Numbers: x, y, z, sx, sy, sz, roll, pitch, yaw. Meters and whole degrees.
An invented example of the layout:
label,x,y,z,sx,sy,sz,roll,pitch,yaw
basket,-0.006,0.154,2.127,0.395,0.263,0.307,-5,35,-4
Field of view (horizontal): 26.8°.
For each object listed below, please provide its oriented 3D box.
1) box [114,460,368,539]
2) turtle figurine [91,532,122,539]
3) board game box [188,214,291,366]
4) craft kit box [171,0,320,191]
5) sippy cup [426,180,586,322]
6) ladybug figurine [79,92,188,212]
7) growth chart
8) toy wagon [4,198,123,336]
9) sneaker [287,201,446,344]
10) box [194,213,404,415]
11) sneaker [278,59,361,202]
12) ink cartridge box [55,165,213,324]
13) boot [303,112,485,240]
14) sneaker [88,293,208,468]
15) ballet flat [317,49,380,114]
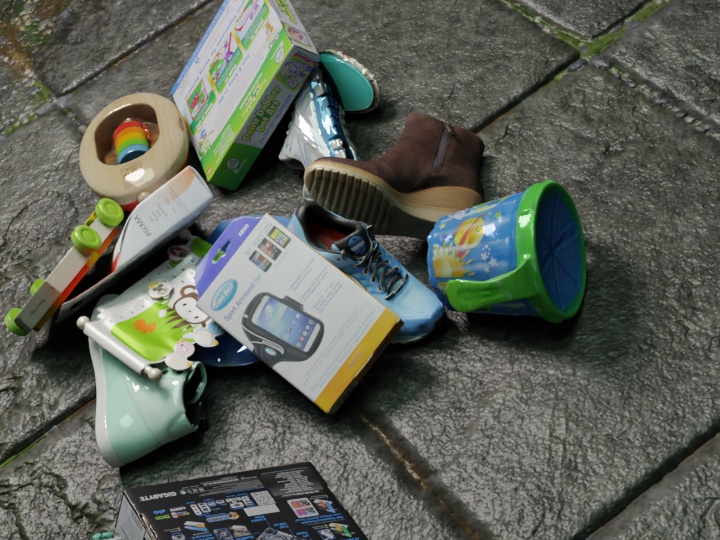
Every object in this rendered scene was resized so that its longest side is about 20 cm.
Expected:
label,x,y,z,sx,sy,sz,roll,pitch,yaw
box,-0.084,0.254,1.310,0.199,0.050,0.199,-4,35,-34
turtle figurine,-0.223,0.319,1.333,0.199,0.101,0.150,-28,39,-13
board game box,-0.120,0.030,1.616,0.157,0.039,0.201,20,60,27
craft kit box,-0.140,-0.231,1.784,0.200,0.048,0.198,-55,35,25
sippy cup,0.140,-0.013,1.500,0.129,0.178,0.141,-7,73,29
ladybug figurine,-0.263,-0.133,1.793,0.135,0.072,0.201,-20,41,5
growth chart,-0.192,0.036,1.565,0.144,0.018,0.200,23,45,27
toy wagon,-0.315,-0.012,1.669,0.155,0.040,0.200,-46,9,30
sneaker,0.000,0.000,1.539,0.199,0.090,0.078,32,60,17
box,-0.069,0.036,1.506,0.200,0.041,0.119,38,88,15
sneaker,-0.060,-0.164,1.729,0.086,0.075,0.201,-23,62,16
ink cartridge box,-0.260,-0.026,1.645,0.199,0.162,0.050,-36,91,-17
boot,0.040,-0.111,1.623,0.199,0.073,0.167,20,43,-10
sneaker,-0.212,0.099,1.555,0.117,0.074,0.202,-19,53,11
ballet flat,-0.051,-0.237,1.826,0.199,0.076,0.064,17,22,26
